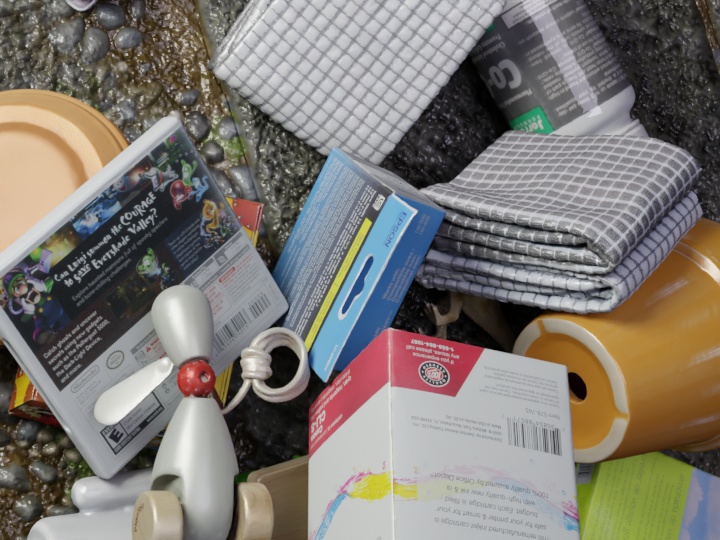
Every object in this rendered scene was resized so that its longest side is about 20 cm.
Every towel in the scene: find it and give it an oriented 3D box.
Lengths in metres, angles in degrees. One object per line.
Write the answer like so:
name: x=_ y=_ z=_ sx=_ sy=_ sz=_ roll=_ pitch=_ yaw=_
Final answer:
towel: x=-0.005 y=-0.201 z=1.378 sx=0.166 sy=0.086 sz=0.200 roll=36 pitch=96 yaw=-15
towel: x=0.158 y=-0.050 z=1.368 sx=0.166 sy=0.200 sz=0.086 roll=-44 pitch=134 yaw=-42

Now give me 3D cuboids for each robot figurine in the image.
robot figurine: x=-0.173 y=0.232 z=1.231 sx=0.200 sy=0.113 sz=0.170 roll=-5 pitch=99 yaw=-26

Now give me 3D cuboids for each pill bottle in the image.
pill bottle: x=0.172 y=-0.169 z=1.481 sx=0.113 sy=0.113 sz=0.200 roll=-32 pitch=94 yaw=-27

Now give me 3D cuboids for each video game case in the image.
video game case: x=-0.162 y=0.019 z=1.210 sx=0.200 sy=0.023 sz=0.182 roll=-44 pitch=121 yaw=-26

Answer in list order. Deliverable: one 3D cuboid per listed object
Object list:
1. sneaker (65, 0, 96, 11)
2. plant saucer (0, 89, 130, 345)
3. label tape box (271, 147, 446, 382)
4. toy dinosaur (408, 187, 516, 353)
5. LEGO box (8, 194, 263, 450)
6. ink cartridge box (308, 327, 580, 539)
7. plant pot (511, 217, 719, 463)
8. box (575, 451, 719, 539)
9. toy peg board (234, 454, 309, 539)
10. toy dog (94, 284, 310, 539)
sneaker: x=-0.172 y=-0.255 z=1.355 sx=0.200 sy=0.071 sz=0.113 roll=15 pitch=69 yaw=-15
plant saucer: x=-0.258 y=-0.045 z=1.234 sx=0.200 sy=0.037 sz=0.200 roll=-2 pitch=73 yaw=6
label tape box: x=0.000 y=0.000 z=1.275 sx=0.066 sy=0.200 sz=0.143 roll=23 pitch=98 yaw=-24
toy dinosaur: x=0.088 y=0.021 z=1.433 sx=0.101 sy=0.058 sz=0.200 roll=-34 pitch=95 yaw=-28
LEGO box: x=-0.172 y=0.028 z=1.293 sx=0.149 sy=0.077 sz=0.200 roll=17 pitch=72 yaw=-22
ink cartridge box: x=0.054 y=0.169 z=1.148 sx=0.145 sy=0.145 sz=0.200 roll=14 pitch=56 yaw=-22
plant pot: x=0.231 y=0.073 z=1.392 sx=0.183 sy=0.200 sz=0.200 roll=-21 pitch=89 yaw=-39
box: x=0.276 y=0.233 z=1.485 sx=0.200 sy=0.048 sz=0.122 roll=24 pitch=71 yaw=-20
toy peg board: x=-0.001 y=0.226 z=1.342 sx=0.200 sy=0.098 sz=0.199 roll=-14 pitch=101 yaw=-28
toy dog: x=-0.123 y=0.122 z=1.179 sx=0.132 sy=0.096 sz=0.200 roll=25 pitch=58 yaw=-21
